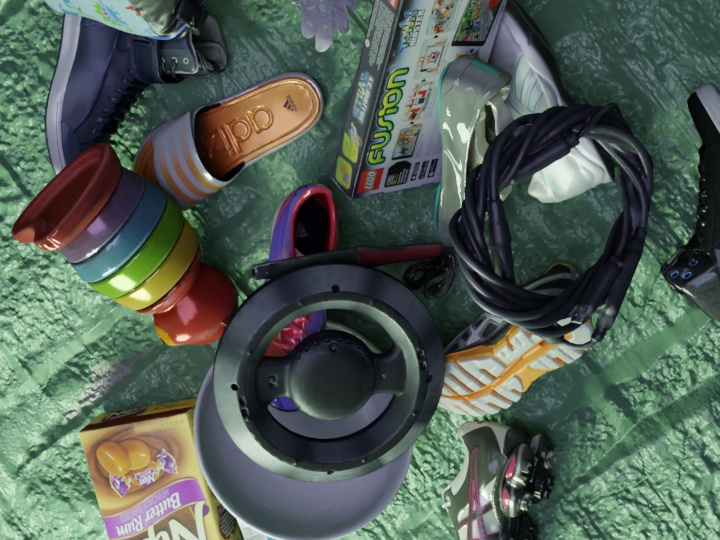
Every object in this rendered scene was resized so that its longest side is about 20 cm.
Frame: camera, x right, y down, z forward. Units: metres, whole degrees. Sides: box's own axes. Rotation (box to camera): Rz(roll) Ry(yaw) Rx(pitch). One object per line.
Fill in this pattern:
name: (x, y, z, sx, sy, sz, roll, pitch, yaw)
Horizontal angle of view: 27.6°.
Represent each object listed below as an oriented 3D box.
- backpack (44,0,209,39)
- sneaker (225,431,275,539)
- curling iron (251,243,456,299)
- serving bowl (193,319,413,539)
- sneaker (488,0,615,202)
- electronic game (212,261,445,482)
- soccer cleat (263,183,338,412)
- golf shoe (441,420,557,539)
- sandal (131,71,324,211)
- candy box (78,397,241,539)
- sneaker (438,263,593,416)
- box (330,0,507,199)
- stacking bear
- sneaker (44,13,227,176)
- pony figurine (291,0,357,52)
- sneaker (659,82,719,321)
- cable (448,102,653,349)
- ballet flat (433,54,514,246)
backpack: (-0.203, -0.304, 1.213, 0.199, 0.147, 0.184, 16, 68, 35)
sneaker: (-0.078, 0.206, 1.381, 0.089, 0.078, 0.201, -20, 97, -4)
curling iron: (0.000, 0.000, 1.258, 0.199, 0.026, 0.050, 1, 91, -30)
serving bowl: (-0.054, 0.146, 1.321, 0.199, 0.066, 0.201, 3, 74, -12)
sneaker: (0.134, -0.146, 1.232, 0.080, 0.070, 0.201, -28, 95, 22)
electronic game: (-0.026, 0.088, 1.244, 0.199, 0.042, 0.201, -3, 109, -9)
soccer cleat: (-0.055, 0.021, 1.279, 0.068, 0.073, 0.201, 10, 77, -12)
golf shoe: (0.117, 0.232, 1.334, 0.088, 0.077, 0.201, 19, 106, 31)
sandal: (-0.130, -0.116, 1.314, 0.206, 0.059, 0.079, -29, 94, 19)
candy box: (-0.185, 0.231, 1.413, 0.116, 0.056, 0.201, -11, 101, 16)
sneaker: (0.125, 0.063, 1.285, 0.200, 0.078, 0.078, -30, 125, 36)
box: (0.048, -0.155, 1.200, 0.035, 0.110, 0.201, 51, 139, 36)
stacking bear: (-0.192, -0.008, 1.312, 0.200, 0.121, 0.114, 44, 76, -25)
sneaker: (-0.199, -0.160, 1.313, 0.145, 0.077, 0.204, 14, 105, 14)
pony figurine: (0.012, -0.269, 1.209, 0.199, 0.166, 0.194, -31, 62, 22)
sneaker: (0.288, -0.044, 1.213, 0.111, 0.073, 0.201, -26, 97, 17)
cable: (0.157, -0.047, 1.176, 0.163, 0.051, 0.201, 26, 82, -14)
ballet flat: (0.097, -0.087, 1.216, 0.063, 0.067, 0.201, 22, 140, 23)
